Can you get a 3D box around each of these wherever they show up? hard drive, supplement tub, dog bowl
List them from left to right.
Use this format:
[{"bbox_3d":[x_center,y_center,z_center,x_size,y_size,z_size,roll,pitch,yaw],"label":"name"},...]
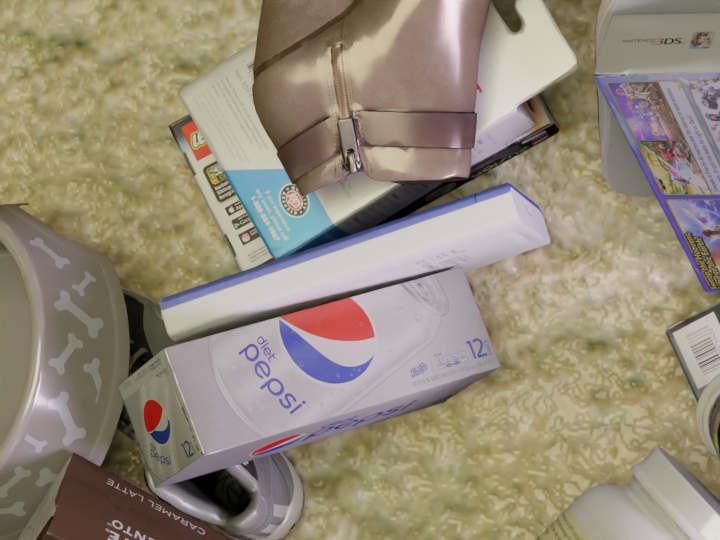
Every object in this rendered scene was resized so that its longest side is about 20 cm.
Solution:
[{"bbox_3d":[-0.221,0.054,1.523,0.200,0.059,0.200,-11,74,40],"label":"dog bowl"},{"bbox_3d":[0.000,0.000,1.491,0.200,0.132,0.025,-19,82,9],"label":"hard drive"},{"bbox_3d":[0.132,0.207,1.437,0.200,0.145,0.145,-45,78,5],"label":"supplement tub"}]

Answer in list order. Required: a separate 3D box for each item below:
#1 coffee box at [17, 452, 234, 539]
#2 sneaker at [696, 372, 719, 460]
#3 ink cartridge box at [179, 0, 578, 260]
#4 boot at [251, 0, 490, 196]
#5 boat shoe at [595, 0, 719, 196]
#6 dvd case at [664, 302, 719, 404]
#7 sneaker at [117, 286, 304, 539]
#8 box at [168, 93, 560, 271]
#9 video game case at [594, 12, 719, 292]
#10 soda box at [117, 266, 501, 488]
[{"bbox_3d":[-0.162,0.216,1.478,0.114,0.080,0.200,28,117,-9],"label":"coffee box"},{"bbox_3d":[0.252,0.128,1.371,0.200,0.087,0.074,43,98,5],"label":"sneaker"},{"bbox_3d":[0.016,-0.101,1.494,0.200,0.067,0.116,-31,78,7],"label":"ink cartridge box"},{"bbox_3d":[0.038,-0.120,1.429,0.200,0.070,0.146,-11,87,12],"label":"boot"},{"bbox_3d":[0.160,-0.125,1.444,0.071,0.200,0.070,-2,55,2],"label":"boat shoe"},{"bbox_3d":[0.281,0.047,1.455,0.200,0.022,0.146,-27,55,8],"label":"dvd case"},{"bbox_3d":[-0.116,0.074,1.516,0.200,0.115,0.075,42,94,12],"label":"sneaker"},{"bbox_3d":[0.002,-0.082,1.548,0.200,0.035,0.110,-28,80,8],"label":"box"},{"bbox_3d":[0.239,-0.059,1.395,0.181,0.200,0.045,0,56,28],"label":"video game case"},{"bbox_3d":[-0.026,0.057,1.466,0.200,0.068,0.064,-15,78,-32],"label":"soda box"}]
